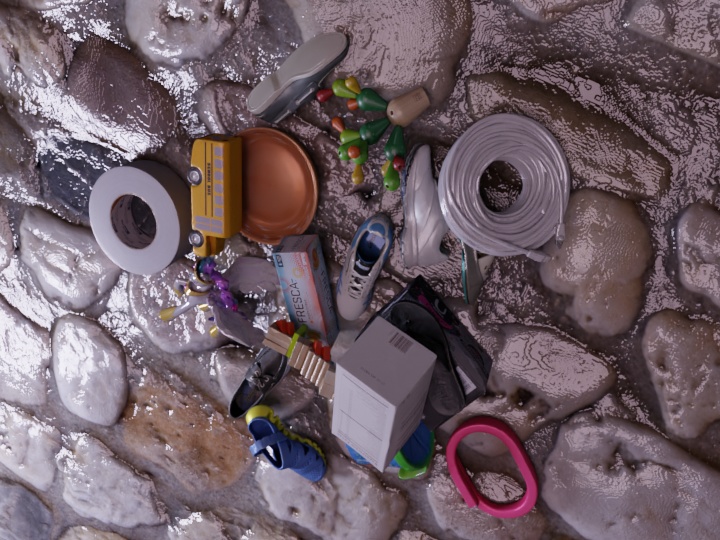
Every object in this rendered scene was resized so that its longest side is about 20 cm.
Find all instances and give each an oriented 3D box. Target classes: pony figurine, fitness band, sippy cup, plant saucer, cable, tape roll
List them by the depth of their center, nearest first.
[{"bbox_3d":[0.212,-0.124,1.010,0.194,0.069,0.206,9,96,-5],"label":"cable"},{"bbox_3d":[-0.158,-0.147,1.184,0.195,0.037,0.206,7,111,18],"label":"plant saucer"},{"bbox_3d":[-0.251,0.053,1.224,0.189,0.170,0.200,22,147,-21],"label":"pony figurine"},{"bbox_3d":[0.045,0.290,1.224,0.128,0.138,0.183,-16,80,34],"label":"sippy cup"},{"bbox_3d":[0.234,0.356,1.225,0.141,0.037,0.203,-25,100,25],"label":"fitness band"},{"bbox_3d":[-0.403,-0.099,1.273,0.195,0.066,0.206,6,111,17],"label":"tape roll"}]

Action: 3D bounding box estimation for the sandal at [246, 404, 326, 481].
[{"bbox_3d":[-0.148,0.352,1.318,0.199,0.088,0.079,39,116,-18],"label":"sandal"}]

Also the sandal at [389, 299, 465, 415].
[{"bbox_3d":[0.107,0.138,1.057,0.074,0.048,0.204,-24,100,25],"label":"sandal"}]

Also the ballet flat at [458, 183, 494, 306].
[{"bbox_3d":[0.183,-0.041,1.084,0.062,0.068,0.205,-7,107,14],"label":"ballet flat"}]

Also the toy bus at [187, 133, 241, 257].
[{"bbox_3d":[-0.245,-0.126,1.167,0.076,0.065,0.206,9,111,14],"label":"toy bus"}]

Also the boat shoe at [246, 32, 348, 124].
[{"bbox_3d":[-0.093,-0.306,1.101,0.197,0.074,0.062,-31,140,20],"label":"boat shoe"}]

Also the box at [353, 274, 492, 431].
[{"bbox_3d":[0.109,0.135,1.146,0.132,0.115,0.201,-41,93,26],"label":"box"}]

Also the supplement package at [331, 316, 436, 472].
[{"bbox_3d":[0.031,0.192,1.046,0.112,0.109,0.203,32,144,21],"label":"supplement package"}]

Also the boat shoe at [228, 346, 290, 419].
[{"bbox_3d":[-0.192,0.211,1.313,0.068,0.057,0.202,36,117,4],"label":"boat shoe"}]

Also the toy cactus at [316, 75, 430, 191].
[{"bbox_3d":[0.029,-0.230,1.052,0.163,0.102,0.203,-31,68,6],"label":"toy cactus"}]

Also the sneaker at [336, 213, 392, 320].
[{"bbox_3d":[0.000,0.000,1.161,0.070,0.073,0.204,23,116,8],"label":"sneaker"}]

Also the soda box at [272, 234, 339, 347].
[{"bbox_3d":[-0.091,0.042,1.193,0.066,0.064,0.205,0,119,19],"label":"soda box"}]

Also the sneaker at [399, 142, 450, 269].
[{"bbox_3d":[0.105,-0.103,1.097,0.084,0.075,0.205,-1,112,1],"label":"sneaker"}]

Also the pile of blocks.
[{"bbox_3d":[-0.078,0.135,1.147,0.199,0.081,0.063,37,114,29],"label":"pile of blocks"}]
